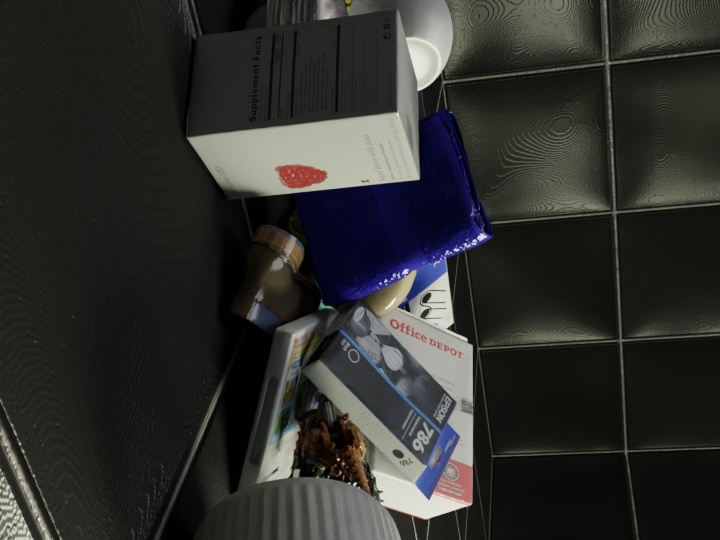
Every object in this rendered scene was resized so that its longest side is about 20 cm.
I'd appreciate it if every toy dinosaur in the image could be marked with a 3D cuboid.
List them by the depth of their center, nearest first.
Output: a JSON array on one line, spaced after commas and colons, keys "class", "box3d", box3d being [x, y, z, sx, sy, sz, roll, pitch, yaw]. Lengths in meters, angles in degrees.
[{"class": "toy dinosaur", "box3d": [-0.030, 0.189, 0.944, 0.200, 0.102, 0.136, -38, 124, -83]}]

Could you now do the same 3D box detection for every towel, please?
[{"class": "towel", "box3d": [0.025, -0.063, 1.012, 0.049, 0.200, 0.148, 18, 52, -56]}]

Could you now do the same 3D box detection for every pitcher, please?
[{"class": "pitcher", "box3d": [0.041, -0.288, 1.181, 0.172, 0.121, 0.201, 92, -8, -50]}]

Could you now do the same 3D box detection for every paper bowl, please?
[{"class": "paper bowl", "box3d": [-0.068, -0.231, 1.127, 0.201, 0.104, 0.202, -4, 90, -78]}]

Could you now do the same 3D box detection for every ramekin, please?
[{"class": "ramekin", "box3d": [-0.052, 0.260, 0.826, 0.201, 0.199, 0.105, 73, 8, -46]}]

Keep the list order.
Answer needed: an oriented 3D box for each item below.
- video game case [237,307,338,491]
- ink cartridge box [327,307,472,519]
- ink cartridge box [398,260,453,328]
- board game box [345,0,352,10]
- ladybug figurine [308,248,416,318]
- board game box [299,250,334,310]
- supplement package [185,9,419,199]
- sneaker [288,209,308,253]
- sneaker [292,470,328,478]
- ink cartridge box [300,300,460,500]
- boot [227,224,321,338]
[{"class": "video game case", "box3d": [-0.073, 0.138, 1.037, 0.200, 0.024, 0.183, -16, 120, -78]}, {"class": "ink cartridge box", "box3d": [0.048, 0.159, 1.112, 0.146, 0.083, 0.201, 25, 53, -29]}, {"class": "ink cartridge box", "box3d": [0.061, 0.023, 1.219, 0.044, 0.094, 0.200, 40, -23, 34]}, {"class": "board game box", "box3d": [-0.053, -0.307, 1.229, 0.023, 0.104, 0.201, -119, -165, -59]}, {"class": "ladybug figurine", "box3d": [0.010, -0.041, 1.091, 0.072, 0.135, 0.201, 19, 64, -57]}, {"class": "board game box", "box3d": [0.000, 0.000, 1.199, 0.028, 0.200, 0.136, 41, -26, 37]}, {"class": "supplement package", "box3d": [-0.050, -0.155, 0.951, 0.121, 0.199, 0.120, 62, 25, -61]}, {"class": "sneaker", "box3d": [-0.054, -0.052, 1.252, 0.200, 0.074, 0.085, -60, 159, -65]}, {"class": "sneaker", "box3d": [-0.013, 0.270, 1.121, 0.073, 0.111, 0.201, -58, 152, -54]}, {"class": "ink cartridge box", "box3d": [0.035, 0.135, 1.027, 0.200, 0.039, 0.100, 47, 44, -13]}, {"class": "boot", "box3d": [-0.096, 0.037, 1.045, 0.200, 0.074, 0.097, 75, 37, -63]}]
